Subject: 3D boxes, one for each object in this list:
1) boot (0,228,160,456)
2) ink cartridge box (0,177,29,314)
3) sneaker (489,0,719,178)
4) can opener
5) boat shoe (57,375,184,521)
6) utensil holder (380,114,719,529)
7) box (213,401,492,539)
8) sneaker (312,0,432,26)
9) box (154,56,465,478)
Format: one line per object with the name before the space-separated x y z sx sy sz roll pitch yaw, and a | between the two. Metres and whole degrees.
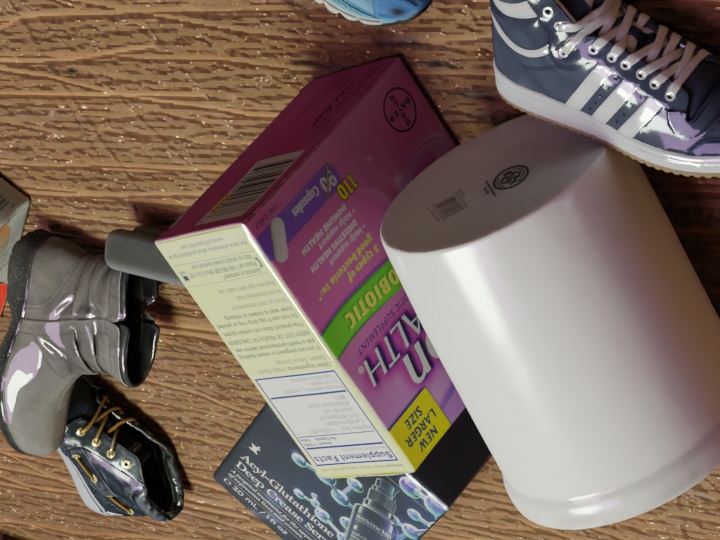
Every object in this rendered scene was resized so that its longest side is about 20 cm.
boot | -0.226 0.074 1.736 0.131 0.070 0.201 18 117 32
ink cartridge box | -0.365 -0.041 1.818 0.162 0.050 0.200 37 142 8
sneaker | 0.151 -0.125 1.196 0.199 0.070 0.109 20 142 33
can opener | -0.105 -0.013 1.601 0.199 0.052 0.067 7 99 38
boat shoe | -0.222 0.135 1.859 0.090 0.071 0.201 4 136 38
utensil holder | 0.125 0.025 1.302 0.169 0.170 0.201 -4 122 46
box | 0.002 0.130 1.589 0.148 0.107 0.200 40 145 3
sneaker | -0.013 -0.229 1.240 0.090 0.078 0.201 -11 120 46
box | 0.000 0.000 1.386 0.096 0.176 0.201 -9 121 49
